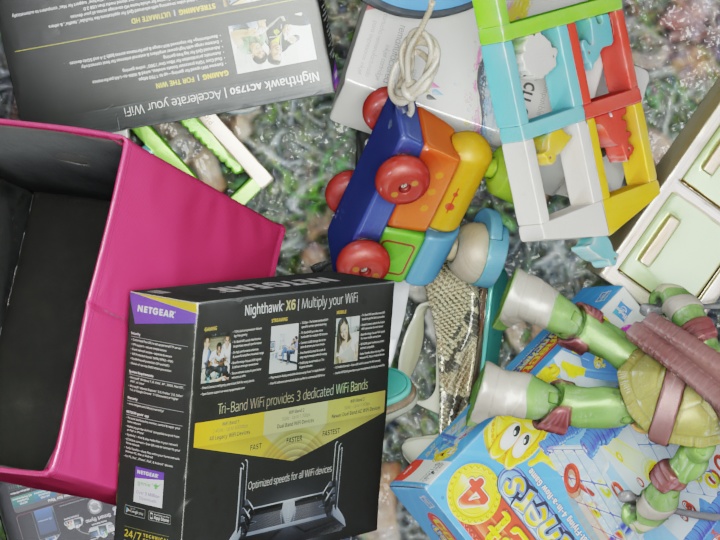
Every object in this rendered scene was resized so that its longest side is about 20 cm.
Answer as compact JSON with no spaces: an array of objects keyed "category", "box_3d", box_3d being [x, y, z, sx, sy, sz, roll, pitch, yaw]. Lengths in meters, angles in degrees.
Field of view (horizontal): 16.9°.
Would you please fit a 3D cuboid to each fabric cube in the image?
[{"category":"fabric cube","box_3d":[-0.190,0.029,1.443,0.195,0.199,0.201,8,80,26]}]

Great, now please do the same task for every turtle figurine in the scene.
[{"category":"turtle figurine","box_3d":[0.168,0.081,1.523,0.193,0.200,0.145,19,106,-1]}]

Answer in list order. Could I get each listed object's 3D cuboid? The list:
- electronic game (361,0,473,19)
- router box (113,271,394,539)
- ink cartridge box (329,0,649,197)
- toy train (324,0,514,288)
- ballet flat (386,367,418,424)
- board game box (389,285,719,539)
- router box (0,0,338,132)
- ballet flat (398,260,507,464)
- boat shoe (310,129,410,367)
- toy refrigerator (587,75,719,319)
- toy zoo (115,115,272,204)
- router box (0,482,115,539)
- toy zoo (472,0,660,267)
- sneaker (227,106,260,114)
[{"category":"electronic game","box_3d":[0.053,-0.252,1.496,0.199,0.042,0.201,-15,120,-27]},{"category":"router box","box_3d":[-0.059,0.086,1.420,0.052,0.200,0.158,9,98,34]},{"category":"ink cartridge box","box_3d":[0.093,-0.128,1.577,0.199,0.068,0.117,18,67,-4]},{"category":"toy train","box_3d":[0.060,-0.072,1.502,0.115,0.085,0.200,11,129,-19]},{"category":"ballet flat","box_3d":[-0.062,0.101,1.554,0.199,0.068,0.064,-5,122,-3]},{"category":"board game box","box_3d":[0.153,0.148,1.582,0.196,0.056,0.200,-44,104,-20]},{"category":"router box","box_3d":[-0.124,-0.167,1.497,0.199,0.051,0.150,-10,101,4]},{"category":"ballet flat","box_3d":[0.062,0.089,1.620,0.075,0.068,0.201,-2,89,19]},{"category":"boat shoe","box_3d":[0.000,0.000,1.600,0.066,0.070,0.201,13,92,-4]},{"category":"toy refrigerator","box_3d":[0.241,-0.060,1.609,0.076,0.070,0.200,35,92,-5]},{"category":"toy zoo","box_3d":[-0.174,-0.041,1.606,0.200,0.020,0.131,-43,95,1]},{"category":"router box","box_3d":[-0.145,0.125,1.605,0.199,0.062,0.151,-16,94,-2]},{"category":"toy zoo","box_3d":[0.131,-0.100,1.509,0.020,0.131,0.201,-6,100,41]},{"category":"sneaker","box_3d":[-0.068,-0.205,1.568,0.074,0.082,0.201,0,85,-9]}]
